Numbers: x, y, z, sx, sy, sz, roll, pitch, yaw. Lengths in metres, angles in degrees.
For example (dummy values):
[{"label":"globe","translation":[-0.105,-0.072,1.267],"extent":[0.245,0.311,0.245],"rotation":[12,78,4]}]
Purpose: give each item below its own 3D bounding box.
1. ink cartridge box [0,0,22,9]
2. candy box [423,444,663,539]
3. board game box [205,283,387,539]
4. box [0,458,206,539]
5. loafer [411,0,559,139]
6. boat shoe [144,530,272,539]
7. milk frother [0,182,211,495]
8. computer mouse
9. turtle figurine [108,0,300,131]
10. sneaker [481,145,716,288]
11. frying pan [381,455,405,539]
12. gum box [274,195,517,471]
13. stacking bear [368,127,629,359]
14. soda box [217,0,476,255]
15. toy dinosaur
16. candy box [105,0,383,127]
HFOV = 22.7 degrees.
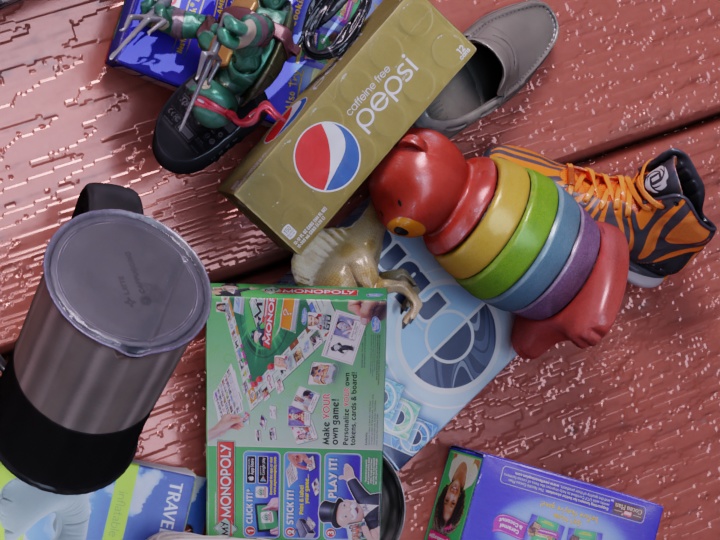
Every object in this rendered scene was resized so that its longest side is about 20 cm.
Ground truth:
[{"label":"ink cartridge box","translation":[-0.282,-0.259,1.294],"extent":[0.199,0.084,0.145],"rotation":[-26,98,-16]},{"label":"candy box","translation":[0.130,0.259,1.426],"extent":[0.168,0.077,0.201],"rotation":[18,83,-18]},{"label":"board game box","translation":[-0.048,0.110,1.335],"extent":[0.134,0.029,0.201],"rotation":[2,109,1]},{"label":"box","translation":[-0.210,0.193,1.333],"extent":[0.199,0.048,0.123],"rotation":[14,86,-16]},{"label":"loafer","translation":[0.096,-0.155,1.405],"extent":[0.200,0.070,0.070],"rotation":[-43,102,-32]},{"label":"boat shoe","translation":[-0.064,0.229,1.312],"extent":[0.199,0.070,0.071],"rotation":[17,76,-14]},{"label":"milk frother","translation":[-0.233,0.040,1.242],"extent":[0.199,0.188,0.181],"rotation":[-7,57,-31]},{"label":"computer mouse","translation":[-0.069,-0.141,1.296],"extent":[0.200,0.034,0.059],"rotation":[-39,76,-5]},{"label":"turtle figurine","translation":[-0.089,-0.174,1.241],"extent":[0.101,0.149,0.201],"rotation":[35,74,-38]},{"label":"sneaker","translation":[0.198,-0.067,1.424],"extent":[0.199,0.112,0.078],"rotation":[23,49,-23]},{"label":"frying pan","translation":[-0.052,0.161,1.390],"extent":[0.190,0.031,0.115],"rotation":[37,89,1]},{"label":"gum box","translation":[0.042,0.027,1.416],"extent":[0.200,0.045,0.170],"rotation":[-42,101,-13]},{"label":"stacking bear","translation":[0.093,-0.034,1.341],"extent":[0.199,0.121,0.114],"rotation":[32,67,-21]},{"label":"soda box","translation":[-0.010,-0.109,1.300],"extent":[0.068,0.064,0.200],"rotation":[42,83,-15]},{"label":"toy dinosaur","translation":[0.000,0.000,1.351],"extent":[0.101,0.058,0.201],"rotation":[38,79,-10]},{"label":"candy box","translation":[-0.072,-0.201,1.356],"extent":[0.199,0.077,0.170],"rotation":[20,87,-17]}]
